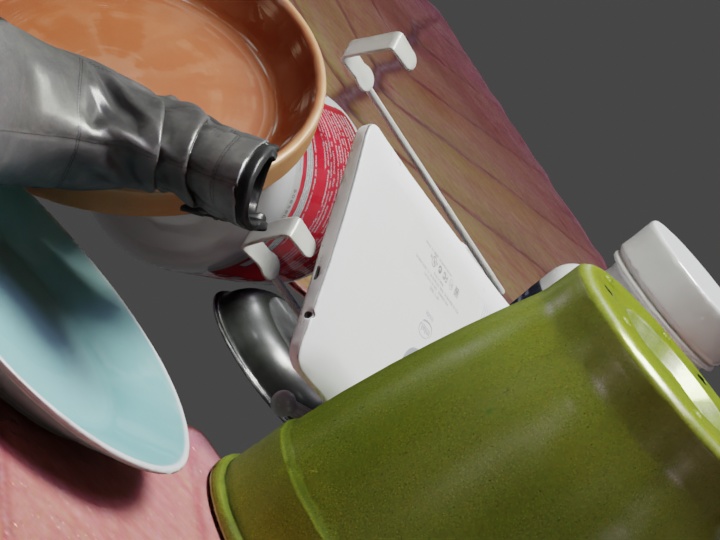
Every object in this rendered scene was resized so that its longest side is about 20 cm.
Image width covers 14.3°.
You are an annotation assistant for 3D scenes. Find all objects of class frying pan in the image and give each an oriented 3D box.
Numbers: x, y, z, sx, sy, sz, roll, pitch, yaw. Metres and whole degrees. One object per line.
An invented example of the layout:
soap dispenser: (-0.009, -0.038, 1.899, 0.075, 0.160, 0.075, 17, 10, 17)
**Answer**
frying pan: (-0.019, 0.057, 1.538, 0.115, 0.031, 0.190, 56, 15, 20)

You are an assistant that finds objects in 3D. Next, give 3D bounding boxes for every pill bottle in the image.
pill bottle: (-0.060, -0.050, 1.494, 0.112, 0.112, 0.200, 53, 11, 13)
pill bottle: (0.107, 0.067, 1.543, 0.111, 0.200, 0.111, 48, 11, -12)

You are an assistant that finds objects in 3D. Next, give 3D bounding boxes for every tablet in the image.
tablet: (0.025, 0.032, 1.407, 0.200, 0.014, 0.131, 50, 50, -51)

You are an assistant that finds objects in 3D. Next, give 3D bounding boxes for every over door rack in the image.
over door rack: (0.000, 0.000, 1.440, 0.148, 0.066, 0.200, -64, 145, -37)

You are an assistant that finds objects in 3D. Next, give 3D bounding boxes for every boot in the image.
boot: (-0.100, -0.055, 1.179, 0.131, 0.070, 0.200, 20, 11, 6)

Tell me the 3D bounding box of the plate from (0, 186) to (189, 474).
plate: (-0.144, 0.010, 1.179, 0.200, 0.026, 0.200, 48, 12, -13)

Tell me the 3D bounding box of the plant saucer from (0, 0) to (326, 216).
plant saucer: (-0.116, -0.094, 1.347, 0.199, 0.032, 0.201, 10, 42, -9)

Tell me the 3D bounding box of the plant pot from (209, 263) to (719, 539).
plant pot: (0.069, 0.104, 1.285, 0.200, 0.193, 0.200, 47, 11, -13)
